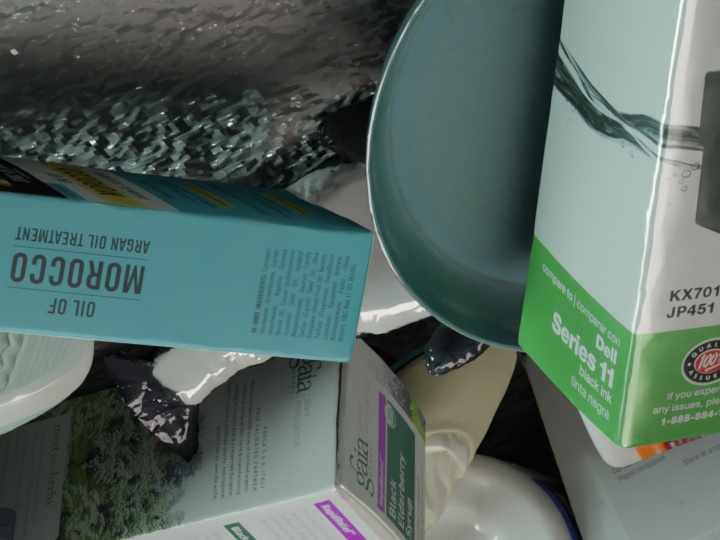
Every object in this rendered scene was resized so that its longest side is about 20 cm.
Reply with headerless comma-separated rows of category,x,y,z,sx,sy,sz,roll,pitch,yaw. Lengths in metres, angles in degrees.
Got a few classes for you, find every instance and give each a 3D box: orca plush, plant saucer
orca plush,0.000,0.000,1.146,0.200,0.105,0.071,-45,-175,8
plant saucer,0.089,-0.062,1.067,0.200,0.027,0.200,-13,124,-19

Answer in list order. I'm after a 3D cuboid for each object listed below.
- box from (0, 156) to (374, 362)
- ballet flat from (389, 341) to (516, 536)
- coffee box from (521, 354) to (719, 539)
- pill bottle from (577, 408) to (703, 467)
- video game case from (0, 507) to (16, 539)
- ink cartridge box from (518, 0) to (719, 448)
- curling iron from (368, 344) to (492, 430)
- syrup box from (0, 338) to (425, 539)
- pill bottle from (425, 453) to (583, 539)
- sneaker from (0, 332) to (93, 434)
box,-0.103,-0.008,1.031,0.200,0.082,0.049,6,99,-27
ballet flat,-0.007,0.103,1.259,0.200,0.070,0.069,-37,148,11
coffee box,0.220,0.110,1.332,0.199,0.200,0.198,-27,151,14
pill bottle,0.172,-0.006,1.191,0.200,0.114,0.114,-22,151,5
video game case,-0.218,0.127,1.158,0.143,0.019,0.200,9,152,-10
ink cartridge box,0.145,-0.052,1.031,0.146,0.083,0.200,-8,121,-22
curling iron,-0.008,0.048,1.272,0.050,0.026,0.200,-33,148,21
syrup box,-0.077,0.096,1.204,0.200,0.079,0.081,-15,140,21
pill bottle,0.071,0.147,1.375,0.114,0.114,0.200,-27,163,15
sneaker,-0.176,0.063,1.147,0.200,0.074,0.118,-16,146,16
